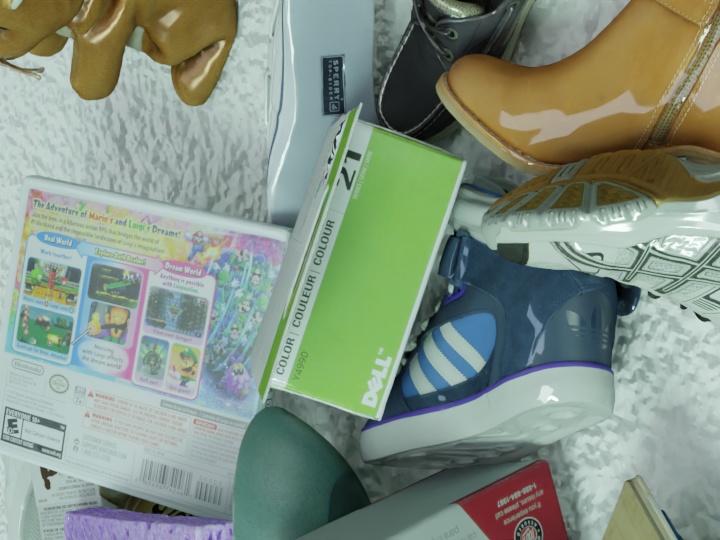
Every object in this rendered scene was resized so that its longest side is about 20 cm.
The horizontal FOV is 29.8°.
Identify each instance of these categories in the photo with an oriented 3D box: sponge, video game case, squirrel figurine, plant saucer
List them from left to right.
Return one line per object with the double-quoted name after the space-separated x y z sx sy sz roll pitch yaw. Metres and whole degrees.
-0.171 -0.207 0.866 0.142 0.186 0.200 54 126 26 "squirrel figurine"
-0.141 0.046 0.849 0.199 0.024 0.183 12 95 24 "video game case"
-0.121 0.197 0.784 0.200 0.030 0.112 -12 85 58 "sponge"
-0.016 0.173 0.773 0.038 0.201 0.202 -13 84 14 "plant saucer"

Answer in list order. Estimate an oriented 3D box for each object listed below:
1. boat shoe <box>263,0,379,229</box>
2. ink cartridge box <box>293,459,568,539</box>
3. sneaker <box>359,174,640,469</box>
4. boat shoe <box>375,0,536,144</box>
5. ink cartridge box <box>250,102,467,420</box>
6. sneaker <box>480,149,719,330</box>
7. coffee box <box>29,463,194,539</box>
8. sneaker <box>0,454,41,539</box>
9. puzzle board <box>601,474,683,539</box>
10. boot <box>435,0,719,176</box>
-0.023 -0.100 0.828 0.065 0.073 0.201 -119 34 -64 "boat shoe"
0.053 0.217 0.705 0.083 0.145 0.201 -15 92 47 "ink cartridge box"
0.066 0.025 0.753 0.200 0.080 0.147 -31 55 53 "sneaker"
0.059 -0.150 0.738 0.072 0.065 0.200 56 128 22 "boat shoe"
0.000 0.000 0.700 0.200 0.075 0.149 -151 80 -84 "ink cartridge box"
0.147 -0.006 0.605 0.199 0.076 0.088 -2 118 35 "sneaker"
-0.152 0.185 0.937 0.080 0.113 0.201 -15 85 41 "coffee box"
-0.262 0.141 1.070 0.115 0.073 0.201 3 86 45 "sneaker"
0.164 0.216 0.642 0.151 0.017 0.201 94 156 -52 "puzzle board"
0.137 -0.112 0.652 0.199 0.076 0.156 31 120 31 "boot"
